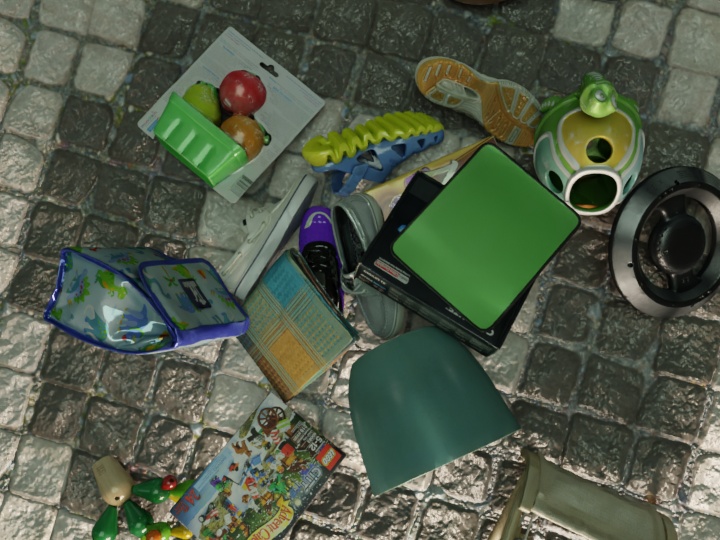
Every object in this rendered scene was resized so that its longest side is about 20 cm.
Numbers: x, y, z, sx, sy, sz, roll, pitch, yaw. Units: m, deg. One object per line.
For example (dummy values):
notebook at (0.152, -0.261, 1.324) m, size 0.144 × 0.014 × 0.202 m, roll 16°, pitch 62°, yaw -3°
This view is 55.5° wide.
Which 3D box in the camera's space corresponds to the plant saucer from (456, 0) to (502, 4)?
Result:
plant saucer at (0.177, -0.473, 0.950) m, size 0.200 × 0.034 × 0.201 m, roll -2°, pitch 83°, yaw 18°

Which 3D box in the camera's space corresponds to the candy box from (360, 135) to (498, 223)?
candy box at (0.113, -0.090, 0.942) m, size 0.200 × 0.056 × 0.117 m, roll -24°, pitch 85°, yaw 1°

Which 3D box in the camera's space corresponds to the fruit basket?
fruit basket at (-0.182, -0.220, 0.969) m, size 0.185 × 0.094 × 0.200 m, roll 39°, pitch 74°, yaw 5°

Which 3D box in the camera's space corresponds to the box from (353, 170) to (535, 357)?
box at (0.116, -0.011, 0.862) m, size 0.200 × 0.046 × 0.159 m, roll 32°, pitch 68°, yaw 3°

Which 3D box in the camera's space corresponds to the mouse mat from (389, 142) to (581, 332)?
mouse mat at (0.154, -0.044, 0.836) m, size 0.161 × 0.008 × 0.200 m, roll 42°, pitch 79°, yaw 7°

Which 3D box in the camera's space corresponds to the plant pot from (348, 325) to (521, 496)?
plant pot at (0.076, 0.167, 0.863) m, size 0.200 × 0.201 × 0.161 m, roll -25°, pitch 74°, yaw 2°

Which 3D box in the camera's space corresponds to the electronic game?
electronic game at (0.412, -0.035, 0.895) m, size 0.199 × 0.042 × 0.201 m, roll -3°, pitch 102°, yaw -15°

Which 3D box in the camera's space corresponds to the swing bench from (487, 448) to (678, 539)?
swing bench at (0.269, 0.363, 0.865) m, size 0.199 × 0.130 × 0.200 m, roll 24°, pitch 88°, yaw 6°

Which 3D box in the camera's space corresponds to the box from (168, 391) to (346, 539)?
box at (-0.133, 0.283, 0.909) m, size 0.136 × 0.038 × 0.200 m, roll 38°, pitch 67°, yaw 6°

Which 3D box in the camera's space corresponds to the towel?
towel at (-0.094, 0.077, 0.899) m, size 0.147 × 0.022 × 0.200 m, roll 53°, pitch 135°, yaw 9°

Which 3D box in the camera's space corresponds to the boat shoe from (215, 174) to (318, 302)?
boat shoe at (-0.135, -0.056, 0.954) m, size 0.070 × 0.071 × 0.200 m, roll 33°, pitch 96°, yaw 3°

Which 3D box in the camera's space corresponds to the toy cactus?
toy cactus at (-0.321, 0.333, 0.938) m, size 0.200 × 0.102 × 0.165 m, roll -42°, pitch 75°, yaw 9°

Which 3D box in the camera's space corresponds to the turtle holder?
turtle holder at (0.298, -0.155, 0.862) m, size 0.141 × 0.186 × 0.132 m, roll 18°, pitch 50°, yaw -10°

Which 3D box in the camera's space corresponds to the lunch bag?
lunch bag at (-0.264, 0.043, 0.881) m, size 0.200 × 0.170 × 0.128 m, roll 23°, pitch 101°, yaw 18°

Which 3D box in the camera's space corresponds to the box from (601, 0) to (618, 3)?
box at (0.318, -0.488, 0.959) m, size 0.137 × 0.040 × 0.201 m, roll 12°, pitch 88°, yaw 4°

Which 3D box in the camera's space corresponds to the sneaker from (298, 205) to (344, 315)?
sneaker at (-0.050, 0.008, 0.924) m, size 0.069 × 0.100 × 0.201 m, roll -2°, pitch 87°, yaw 2°

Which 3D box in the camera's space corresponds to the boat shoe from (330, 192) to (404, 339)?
boat shoe at (0.001, -0.001, 0.906) m, size 0.070 × 0.071 × 0.201 m, roll -7°, pitch 98°, yaw 45°

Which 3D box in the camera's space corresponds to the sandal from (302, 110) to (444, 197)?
sandal at (0.022, -0.162, 0.953) m, size 0.199 × 0.080 × 0.087 m, roll -17°, pitch 122°, yaw -4°

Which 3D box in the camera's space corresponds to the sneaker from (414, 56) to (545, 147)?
sneaker at (0.165, -0.241, 0.940) m, size 0.200 × 0.088 × 0.076 m, roll 26°, pitch 110°, yaw -17°
